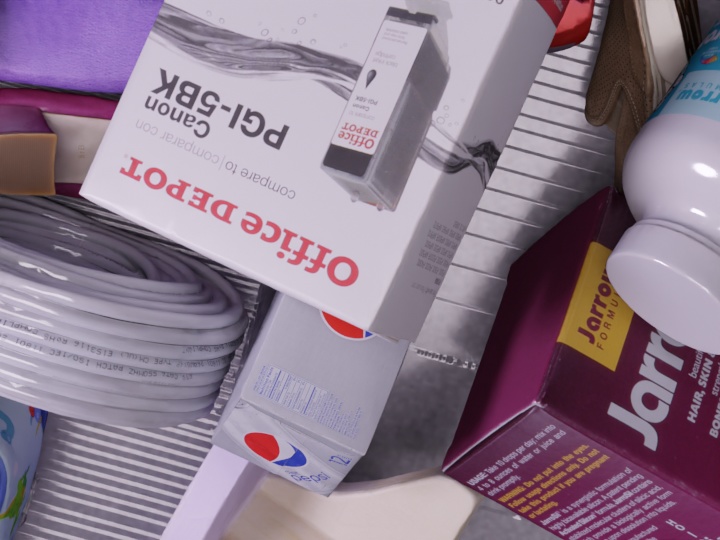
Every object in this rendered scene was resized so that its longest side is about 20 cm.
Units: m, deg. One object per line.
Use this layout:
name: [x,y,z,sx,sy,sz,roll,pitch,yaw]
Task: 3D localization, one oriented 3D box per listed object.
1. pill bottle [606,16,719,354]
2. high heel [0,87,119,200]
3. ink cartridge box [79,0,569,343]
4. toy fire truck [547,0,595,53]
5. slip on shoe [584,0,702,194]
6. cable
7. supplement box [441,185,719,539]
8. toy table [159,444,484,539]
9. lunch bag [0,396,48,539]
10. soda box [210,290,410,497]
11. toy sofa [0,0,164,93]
pill bottle: [0.190,-0.061,0.934,0.111,0.111,0.200,38,71,-6]
high heel: [-0.106,-0.058,1.056,0.199,0.096,0.068,-2,108,-17]
ink cartridge box: [-0.008,-0.088,0.890,0.146,0.083,0.201,24,91,14]
toy fire truck: [0.095,-0.193,0.949,0.049,0.141,0.201,5,104,-2]
slip on shoe: [0.136,-0.086,1.016,0.060,0.076,0.201,-8,110,18]
cable: [-0.154,0.014,0.988,0.199,0.200,0.069,19,98,-1]
supplement box: [0.159,0.074,0.997,0.200,0.131,0.103,29,148,-11]
toy table: [-0.029,0.148,1.036,0.117,0.184,0.200,33,122,11]
lunch bag: [-0.262,0.085,1.054,0.199,0.083,0.161,20,128,0]
soda box: [0.000,0.000,0.982,0.063,0.068,0.200,25,63,-5]
toy sofa: [-0.095,-0.124,0.996,0.199,0.098,0.083,6,92,1]
